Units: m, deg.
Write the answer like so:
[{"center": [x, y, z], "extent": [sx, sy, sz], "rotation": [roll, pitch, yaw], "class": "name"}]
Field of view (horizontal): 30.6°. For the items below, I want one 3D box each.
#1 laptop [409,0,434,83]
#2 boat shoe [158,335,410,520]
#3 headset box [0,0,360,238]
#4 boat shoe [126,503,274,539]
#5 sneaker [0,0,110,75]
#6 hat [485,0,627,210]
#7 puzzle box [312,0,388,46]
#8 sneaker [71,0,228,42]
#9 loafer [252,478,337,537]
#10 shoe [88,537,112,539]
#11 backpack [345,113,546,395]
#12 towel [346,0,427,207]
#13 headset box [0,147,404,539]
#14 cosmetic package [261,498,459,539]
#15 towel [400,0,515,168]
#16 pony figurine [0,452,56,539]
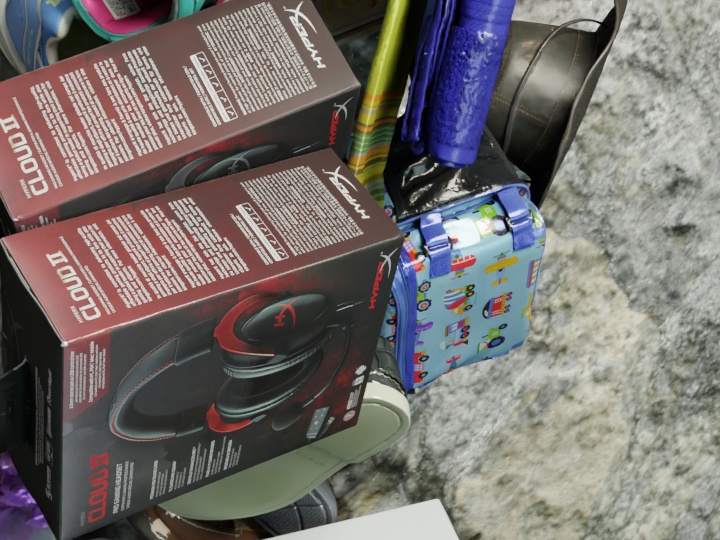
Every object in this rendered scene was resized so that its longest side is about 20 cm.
[{"center": [0.090, -0.223, 0.791], "extent": [0.199, 0.103, 0.178], "rotation": [-24, 134, -9], "class": "laptop"}, {"center": [-0.052, 0.095, 0.817], "extent": [0.074, 0.066, 0.199], "rotation": [31, 132, -31], "class": "boat shoe"}, {"center": [-0.110, -0.051, 0.683], "extent": [0.199, 0.077, 0.149], "rotation": [-24, 160, -17], "class": "headset box"}, {"center": [-0.088, 0.183, 0.936], "extent": [0.072, 0.076, 0.200], "rotation": [-58, 139, -3], "class": "boat shoe"}, {"center": [-0.143, -0.089, 0.761], "extent": [0.076, 0.077, 0.200], "rotation": [-44, 131, -12], "class": "sneaker"}, {"center": [0.113, -0.122, 0.900], "extent": [0.081, 0.201, 0.201], "rotation": [22, 101, 3], "class": "hat"}, {"center": [0.018, -0.225, 0.842], "extent": [0.199, 0.025, 0.134], "rotation": [-26, 125, -23], "class": "puzzle box"}, {"center": [-0.098, -0.157, 0.704], "extent": [0.121, 0.084, 0.200], "rotation": [-40, 168, -21], "class": "sneaker"}, {"center": [-0.087, 0.099, 0.892], "extent": [0.072, 0.063, 0.200], "rotation": [-32, 107, 19], "class": "loafer"}, {"center": [-0.233, 0.253, 0.864], "extent": [0.199, 0.072, 0.091], "rotation": [-22, 135, -14], "class": "shoe"}, {"center": [0.000, 0.000, 0.848], "extent": [0.199, 0.135, 0.183], "rotation": [-18, 144, -19], "class": "backpack"}, {"center": [0.022, -0.122, 0.711], "extent": [0.018, 0.086, 0.201], "rotation": [16, 105, 5], "class": "towel"}, {"center": [-0.090, 0.039, 0.651], "extent": [0.199, 0.075, 0.149], "rotation": [-18, 141, -30], "class": "headset box"}, {"center": [-0.041, 0.239, 0.909], "extent": [0.199, 0.052, 0.151], "rotation": [-8, 140, -23], "class": "cosmetic package"}, {"center": [0.064, -0.166, 0.713], "extent": [0.049, 0.148, 0.201], "rotation": [14, 107, 2], "class": "towel"}, {"center": [-0.192, 0.112, 0.779], "extent": [0.200, 0.167, 0.193], "rotation": [-45, 158, 14], "class": "pony figurine"}]
